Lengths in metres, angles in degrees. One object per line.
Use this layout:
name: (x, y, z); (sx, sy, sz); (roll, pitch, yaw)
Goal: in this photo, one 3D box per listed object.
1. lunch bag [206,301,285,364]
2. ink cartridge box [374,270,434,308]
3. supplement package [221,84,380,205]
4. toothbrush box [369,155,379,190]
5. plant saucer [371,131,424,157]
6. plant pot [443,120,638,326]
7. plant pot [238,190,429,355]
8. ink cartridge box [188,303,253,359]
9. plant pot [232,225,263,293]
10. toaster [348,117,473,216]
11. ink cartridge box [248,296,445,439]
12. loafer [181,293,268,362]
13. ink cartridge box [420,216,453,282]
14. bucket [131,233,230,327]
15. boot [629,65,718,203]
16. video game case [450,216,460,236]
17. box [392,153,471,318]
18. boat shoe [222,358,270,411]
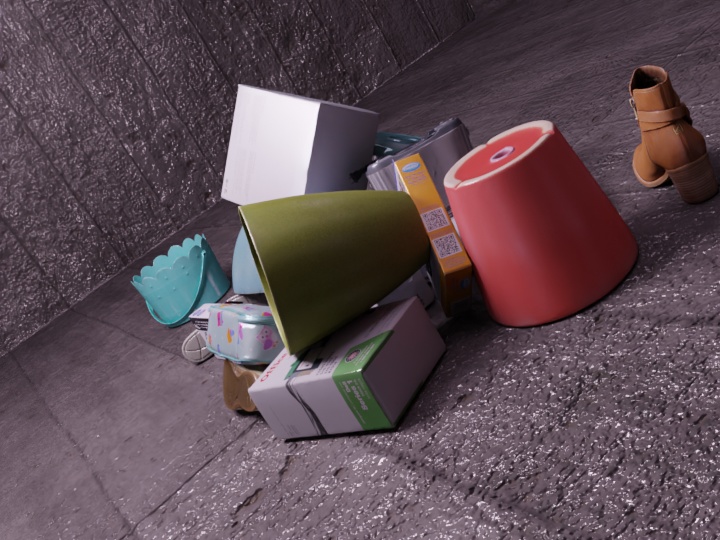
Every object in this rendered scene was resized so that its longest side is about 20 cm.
lunch bag: (-0.127, 0.089, 1.130); (0.159, 0.078, 0.199); (2, 1, -30)
ink cartridge box: (0.000, 0.000, 1.140); (0.084, 0.145, 0.200); (-38, 18, -20)
supplement package: (-0.100, -0.187, 1.283); (0.199, 0.193, 0.146); (21, 16, 39)
toothbrush box: (0.103, -0.161, 1.390); (0.145, 0.086, 0.200); (8, 14, -8)
plant saucer: (0.077, -0.215, 1.354); (0.198, 0.028, 0.200); (7, 15, -2)
plant pot: (0.199, -0.063, 0.916); (0.199, 0.178, 0.201); (-28, 18, 10)
plant pot: (-0.024, -0.020, 0.949); (0.198, 0.189, 0.187); (-20, 15, -10)
ink cartridge box: (-0.213, 0.105, 1.311); (0.044, 0.094, 0.199); (-41, 19, -27)
plant pot: (-0.146, -0.046, 1.426); (0.198, 0.136, 0.200); (-10, 8, 2)
toaster: (0.096, -0.138, 1.208); (0.199, 0.130, 0.114); (-29, 8, -2)
ink cartridge box: (-0.019, 0.121, 0.946); (0.199, 0.085, 0.146); (-16, 23, 41)
loafer: (-0.243, 0.093, 1.446); (0.199, 0.072, 0.063); (-35, 10, 1)
ink cartridge box: (0.185, -0.064, 1.172); (0.199, 0.044, 0.197); (-15, 24, 36)
bucket: (-0.408, 0.026, 1.795); (0.206, 0.135, 0.207); (-30, 16, 10)
boot: (0.365, -0.177, 0.974); (0.076, 0.156, 0.200); (-27, 18, 16)
video game case: (0.197, -0.077, 1.099); (0.199, 0.018, 0.143); (-28, 19, 10)
box: (0.090, -0.053, 1.002); (0.041, 0.119, 0.201); (-18, 61, -2)
boat shoe: (-0.149, 0.162, 1.111); (0.064, 0.073, 0.200); (1, -2, -25)
